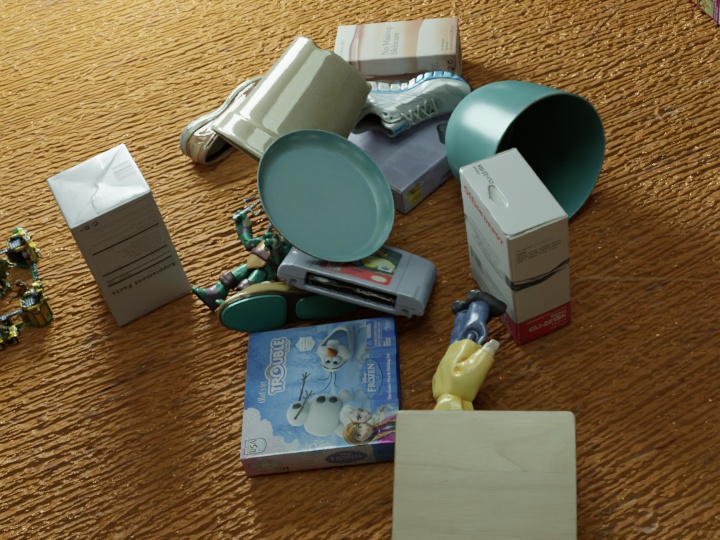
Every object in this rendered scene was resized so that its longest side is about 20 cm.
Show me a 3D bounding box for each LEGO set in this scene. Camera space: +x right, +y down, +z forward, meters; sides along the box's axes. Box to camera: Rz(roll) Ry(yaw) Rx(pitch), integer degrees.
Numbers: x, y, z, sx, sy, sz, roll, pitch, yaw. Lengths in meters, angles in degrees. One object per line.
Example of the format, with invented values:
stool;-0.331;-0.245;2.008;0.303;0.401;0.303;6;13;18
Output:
LEGO set;-0.530;0.002;1.649;0.152;0.116;0.201;-16;47;-2

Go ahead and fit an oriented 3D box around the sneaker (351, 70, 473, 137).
sneaker;0.072;-0.236;1.707;0.198;0.075;0.087;-8;52;18

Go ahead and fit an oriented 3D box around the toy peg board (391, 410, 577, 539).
toy peg board;0.140;0.264;1.276;0.198;0.098;0.201;-1;72;11

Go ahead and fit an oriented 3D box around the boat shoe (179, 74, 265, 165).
boat shoe;-0.191;-0.233;1.827;0.200;0.076;0.072;-41;55;-12

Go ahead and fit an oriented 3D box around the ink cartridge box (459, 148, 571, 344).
ink cartridge box;0.197;-0.030;1.457;0.083;0.201;0.145;-22;47;-8

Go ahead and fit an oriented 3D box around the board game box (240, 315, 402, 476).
board game box;-0.047;0.155;1.451;0.197;0.044;0.201;-8;46;7

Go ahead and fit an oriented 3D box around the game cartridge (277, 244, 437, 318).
game cartridge;0.000;0.000;1.536;0.198;0.041;0.133;15;23;6

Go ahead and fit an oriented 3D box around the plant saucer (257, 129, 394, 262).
plant saucer;-0.049;-0.097;1.538;0.198;0.027;0.202;13;59;-22

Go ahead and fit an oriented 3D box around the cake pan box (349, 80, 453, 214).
cake pan box;0.058;-0.193;1.743;0.199;0.053;0.184;32;59;34

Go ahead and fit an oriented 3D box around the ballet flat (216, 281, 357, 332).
ballet flat;-0.101;0.041;1.539;0.198;0.069;0.063;-4;34;-21

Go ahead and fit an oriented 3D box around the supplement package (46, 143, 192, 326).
supplement package;-0.331;-0.047;1.592;0.119;0.201;0.121;-27;48;-12

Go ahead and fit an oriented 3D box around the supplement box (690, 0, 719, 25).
supplement box;0.578;-0.485;1.852;0.085;0.111;0.201;-22;47;-9

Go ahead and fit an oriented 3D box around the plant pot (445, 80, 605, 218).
plant pot;0.212;-0.171;1.598;0.200;0.202;0.161;-31;36;-16

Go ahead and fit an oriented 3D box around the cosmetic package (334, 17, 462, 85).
cosmetic package;0.062;-0.339;1.851;0.198;0.088;0.104;-4;48;10

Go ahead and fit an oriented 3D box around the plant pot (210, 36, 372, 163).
plant pot;-0.084;-0.226;1.660;0.200;0.200;0.184;33;89;35

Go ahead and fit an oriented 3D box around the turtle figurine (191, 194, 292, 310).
turtle figurine;-0.138;-0.024;1.595;0.200;0.101;0.149;-52;23;-15

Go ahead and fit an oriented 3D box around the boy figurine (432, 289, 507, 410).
boy figurine;0.130;0.123;1.403;0.064;0.124;0.201;24;56;-17
